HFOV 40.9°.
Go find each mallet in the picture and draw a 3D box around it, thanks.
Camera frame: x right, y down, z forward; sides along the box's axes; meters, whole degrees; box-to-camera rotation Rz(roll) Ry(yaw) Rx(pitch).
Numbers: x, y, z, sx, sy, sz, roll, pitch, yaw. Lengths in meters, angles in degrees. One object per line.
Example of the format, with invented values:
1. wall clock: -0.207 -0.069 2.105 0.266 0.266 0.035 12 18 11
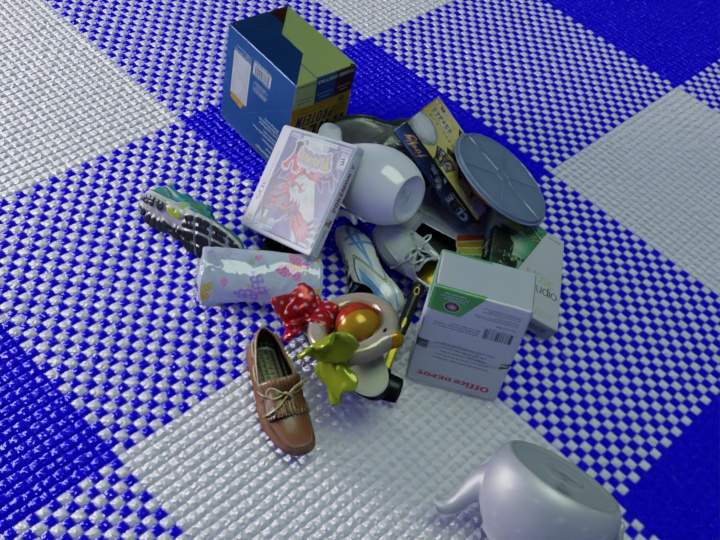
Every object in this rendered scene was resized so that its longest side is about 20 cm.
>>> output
1. mallet: 0.065 0.107 1.448 0.066 0.041 0.201 27 62 9

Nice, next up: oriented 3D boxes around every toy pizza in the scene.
1. toy pizza: 0.231 -0.149 1.627 0.199 0.032 0.201 27 38 -23

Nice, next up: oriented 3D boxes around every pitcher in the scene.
1. pitcher: -0.010 -0.129 1.545 0.199 0.121 0.172 28 86 32

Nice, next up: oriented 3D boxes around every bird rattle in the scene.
1. bird rattle: -0.027 0.087 1.348 0.162 0.113 0.200 -17 31 -9

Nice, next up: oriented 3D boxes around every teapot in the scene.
1. teapot: 0.232 0.327 1.249 0.197 0.147 0.200 20 12 -36

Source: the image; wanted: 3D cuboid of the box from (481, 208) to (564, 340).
1. box: 0.266 0.000 1.590 0.144 0.036 0.201 27 47 -16

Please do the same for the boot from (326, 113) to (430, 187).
1. boot: 0.023 -0.197 1.644 0.198 0.070 0.132 -2 55 8

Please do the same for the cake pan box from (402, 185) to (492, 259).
1. cake pan box: 0.141 -0.057 1.642 0.183 0.053 0.200 28 47 15

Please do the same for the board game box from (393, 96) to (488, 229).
1. board game box: 0.152 -0.184 1.633 0.201 0.035 0.135 54 39 -6

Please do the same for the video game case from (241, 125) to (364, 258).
1. video game case: -0.096 -0.130 1.531 0.023 0.183 0.199 24 -1 -43

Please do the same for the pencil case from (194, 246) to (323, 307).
1. pencil case: -0.154 0.014 1.480 0.198 0.083 0.091 3 66 -11

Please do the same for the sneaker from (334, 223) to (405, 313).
1. sneaker: 0.000 0.000 1.542 0.072 0.072 0.200 -19 51 -18

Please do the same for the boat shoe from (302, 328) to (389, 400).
1. boat shoe: -0.017 0.125 1.392 0.074 0.063 0.201 -37 44 -12

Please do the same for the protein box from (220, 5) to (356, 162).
1. protein box: -0.133 -0.318 1.710 0.134 0.201 0.199 -27 58 -33

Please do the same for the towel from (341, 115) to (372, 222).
1. towel: 0.017 -0.183 1.704 0.171 0.048 0.200 35 61 28

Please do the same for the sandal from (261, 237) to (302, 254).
1. sandal: -0.105 -0.070 1.593 0.075 0.048 0.201 22 47 7

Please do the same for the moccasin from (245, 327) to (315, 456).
1. moccasin: -0.110 0.167 1.350 0.073 0.078 0.202 -6 50 -15

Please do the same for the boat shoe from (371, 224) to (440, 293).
1. boat shoe: 0.095 -0.013 1.513 0.075 0.086 0.202 -41 74 -11

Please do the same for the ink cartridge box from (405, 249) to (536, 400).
1. ink cartridge box: 0.158 0.083 1.413 0.145 0.201 0.084 15 43 0

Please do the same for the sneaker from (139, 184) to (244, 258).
1. sneaker: -0.262 -0.083 1.552 0.199 0.078 0.080 33 40 17
